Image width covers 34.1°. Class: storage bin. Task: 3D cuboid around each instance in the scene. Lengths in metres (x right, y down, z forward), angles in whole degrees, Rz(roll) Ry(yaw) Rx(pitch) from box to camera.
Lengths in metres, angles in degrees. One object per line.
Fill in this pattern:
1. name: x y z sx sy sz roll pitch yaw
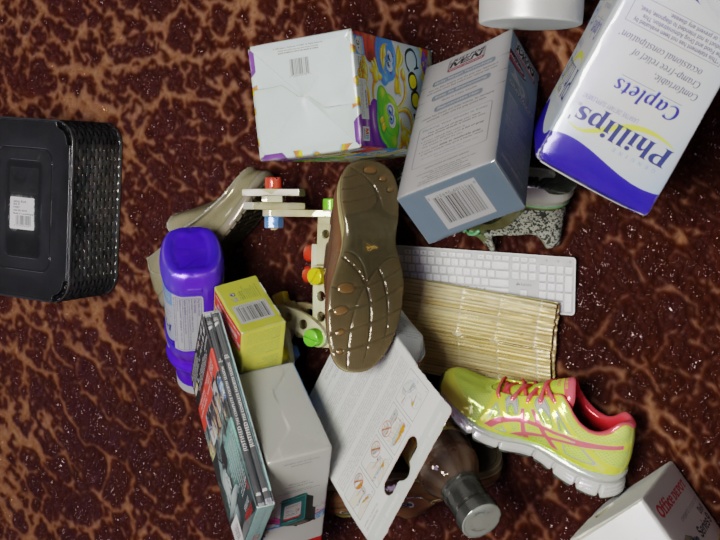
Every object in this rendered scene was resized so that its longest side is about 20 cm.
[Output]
1. storage bin: -0.357 -0.072 1.341 0.134 0.094 0.202 6 96 25

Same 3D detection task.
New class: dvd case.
1. dvd case: -0.128 0.160 1.142 0.146 0.022 0.202 111 145 -57

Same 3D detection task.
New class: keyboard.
1. keyboard: 0.117 0.008 1.165 0.198 0.011 0.057 5 96 26

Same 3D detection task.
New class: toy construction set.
1. toy construction set: -0.054 -0.001 1.202 0.130 0.092 0.202 3 108 33

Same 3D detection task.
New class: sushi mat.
1. sushi mat: 0.101 0.062 1.171 0.198 0.012 0.097 9 105 25

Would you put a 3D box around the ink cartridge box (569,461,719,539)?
1. ink cartridge box: 0.287 0.286 1.031 0.087 0.145 0.201 -40 77 22

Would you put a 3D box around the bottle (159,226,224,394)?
1. bottle: -0.174 0.049 1.232 0.065 0.084 0.201 -4 137 -9

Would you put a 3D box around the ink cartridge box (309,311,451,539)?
1. ink cartridge box: 0.023 0.139 1.111 0.200 0.050 0.163 49 119 49

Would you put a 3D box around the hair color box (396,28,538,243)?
1. hair color box: 0.101 -0.124 1.060 0.098 0.201 0.061 -20 126 29

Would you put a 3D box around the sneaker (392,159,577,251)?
1. sneaker: 0.109 -0.058 1.131 0.198 0.077 0.090 7 118 22

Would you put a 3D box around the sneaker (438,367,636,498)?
1. sneaker: 0.170 0.130 1.108 0.198 0.078 0.091 24 117 10

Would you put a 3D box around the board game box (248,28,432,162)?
1. board game box: -0.009 -0.158 1.105 0.104 0.200 0.104 -5 93 25

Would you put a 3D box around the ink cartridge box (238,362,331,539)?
1. ink cartridge box: -0.084 0.206 1.178 0.201 0.067 0.117 97 154 -43

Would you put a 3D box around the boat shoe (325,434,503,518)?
1. boat shoe: 0.051 0.210 1.189 0.198 0.072 0.069 -5 122 19

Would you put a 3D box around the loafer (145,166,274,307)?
1. loafer: -0.169 -0.044 1.262 0.068 0.076 0.200 47 112 8

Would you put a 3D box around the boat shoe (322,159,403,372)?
1. boat shoe: 0.000 0.000 1.111 0.071 0.068 0.202 7 75 -14

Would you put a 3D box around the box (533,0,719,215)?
1. box: 0.235 -0.171 0.987 0.104 0.184 0.201 26 106 1

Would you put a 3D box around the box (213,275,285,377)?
1. box: -0.118 0.106 1.204 0.075 0.050 0.201 54 148 38

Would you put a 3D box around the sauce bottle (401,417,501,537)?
1. sauce bottle: 0.072 0.172 1.117 0.065 0.064 0.200 -56 35 19

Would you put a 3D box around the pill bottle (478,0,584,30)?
1. pill bottle: 0.157 -0.324 1.060 0.113 0.114 0.202 3 96 25
